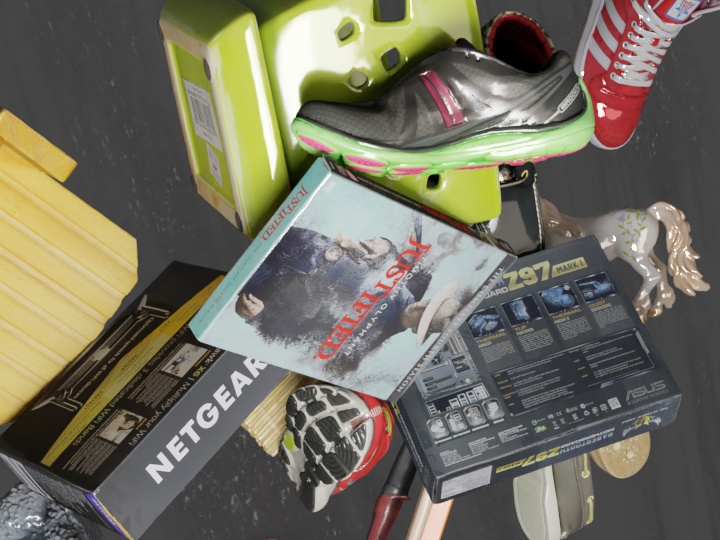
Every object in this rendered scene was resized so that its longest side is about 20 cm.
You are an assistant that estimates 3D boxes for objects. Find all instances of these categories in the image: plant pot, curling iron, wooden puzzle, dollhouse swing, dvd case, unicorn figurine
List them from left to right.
[{"bbox_3d":[-0.241,0.018,1.091,0.176,0.182,0.200,38,84,-21],"label":"dollhouse swing"},{"bbox_3d":[-0.031,-0.128,1.141,0.181,0.200,0.199,-17,112,-16],"label":"plant pot"},{"bbox_3d":[0.000,0.013,1.083,0.200,0.022,0.146,22,113,-47],"label":"dvd case"},{"bbox_3d":[0.029,0.192,1.335,0.026,0.050,0.200,27,72,-8],"label":"curling iron"},{"bbox_3d":[0.047,0.223,1.300,0.037,0.185,0.200,23,96,3],"label":"wooden puzzle"},{"bbox_3d":[0.182,-0.013,1.351,0.200,0.074,0.137,-14,103,-6],"label":"unicorn figurine"}]

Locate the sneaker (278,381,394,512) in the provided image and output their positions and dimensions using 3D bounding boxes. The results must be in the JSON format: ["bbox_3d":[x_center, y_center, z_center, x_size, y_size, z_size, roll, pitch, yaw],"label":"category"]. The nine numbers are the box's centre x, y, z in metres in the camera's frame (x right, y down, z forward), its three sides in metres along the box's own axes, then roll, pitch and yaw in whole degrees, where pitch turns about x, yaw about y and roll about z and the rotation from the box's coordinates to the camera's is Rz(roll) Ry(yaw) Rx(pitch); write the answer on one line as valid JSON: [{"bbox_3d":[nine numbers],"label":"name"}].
[{"bbox_3d":[-0.010,0.121,1.243,0.085,0.200,0.077,-28,78,-21],"label":"sneaker"}]

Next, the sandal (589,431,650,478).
[{"bbox_3d":[0.204,0.097,1.317,0.078,0.070,0.212,-40,123,-15],"label":"sandal"}]

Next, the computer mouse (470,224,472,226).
[{"bbox_3d":[0.000,0.000,1.222,0.200,0.110,0.044,-38,99,-10],"label":"computer mouse"}]

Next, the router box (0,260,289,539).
[{"bbox_3d":[-0.145,0.085,1.138,0.200,0.157,0.052,-47,121,-22],"label":"router box"}]

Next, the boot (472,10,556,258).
[{"bbox_3d":[0.110,-0.095,1.220,0.073,0.154,0.204,-19,94,-15],"label":"boot"}]

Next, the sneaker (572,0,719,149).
[{"bbox_3d":[0.237,-0.190,1.312,0.071,0.112,0.200,1,104,-28],"label":"sneaker"}]

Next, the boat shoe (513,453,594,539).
[{"bbox_3d":[0.170,0.146,1.401,0.060,0.072,0.202,-17,118,-24],"label":"boat shoe"}]

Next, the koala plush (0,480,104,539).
[{"bbox_3d":[-0.249,0.287,1.166,0.200,0.184,0.177,-35,118,-2],"label":"koala plush"}]

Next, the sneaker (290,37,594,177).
[{"bbox_3d":[0.051,-0.106,1.040,0.200,0.077,0.084,-6,88,-14],"label":"sneaker"}]

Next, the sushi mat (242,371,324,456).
[{"bbox_3d":[-0.028,0.053,1.296,0.200,0.012,0.096,-45,120,-10],"label":"sushi mat"}]

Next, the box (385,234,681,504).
[{"bbox_3d":[0.118,0.071,1.217,0.200,0.158,0.051,-18,148,-12],"label":"box"}]
